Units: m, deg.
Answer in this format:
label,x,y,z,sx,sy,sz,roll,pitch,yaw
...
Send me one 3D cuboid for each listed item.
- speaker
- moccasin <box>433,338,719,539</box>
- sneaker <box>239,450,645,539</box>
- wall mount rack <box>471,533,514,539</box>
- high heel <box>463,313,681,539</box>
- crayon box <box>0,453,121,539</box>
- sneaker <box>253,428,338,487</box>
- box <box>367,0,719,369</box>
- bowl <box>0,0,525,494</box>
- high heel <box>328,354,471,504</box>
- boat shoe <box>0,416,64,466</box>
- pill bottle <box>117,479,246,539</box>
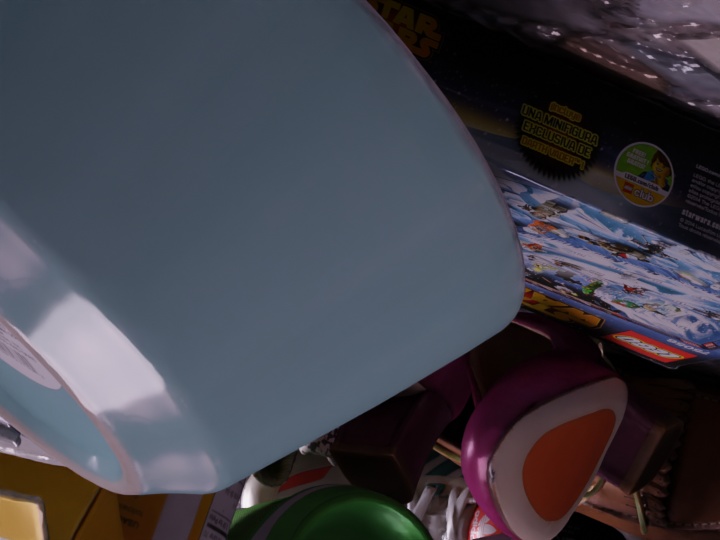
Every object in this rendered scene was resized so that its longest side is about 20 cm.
label,x,y,z,sx,sy,sz,roll,pitch,yaw
speaker,-0.040,0.141,0.959,0.088,0.089,0.200,23,160,-20
moccasin,0.100,0.068,0.941,0.201,0.074,0.078,17,177,44
sneaker,0.043,0.113,1.031,0.199,0.071,0.093,10,172,0
wall mount rack,0.131,0.135,0.866,0.173,0.075,0.200,-4,166,14
high heel,0.049,0.046,0.803,0.096,0.068,0.200,32,-176,19
crayon box,-0.145,0.122,0.781,0.125,0.052,0.201,10,132,15
sneaker,-0.044,0.055,1.037,0.077,0.089,0.200,23,167,-19
box,0.044,-0.028,0.676,0.199,0.040,0.137,22,166,-14
bowl,-0.065,-0.017,0.577,0.200,0.105,0.201,37,162,14
high heel,0.000,0.000,0.880,0.067,0.096,0.200,8,143,19
boat shoe,-0.137,0.022,0.675,0.201,0.075,0.086,29,132,-21
pill bottle,-0.096,0.065,0.900,0.109,0.201,0.109,18,167,4
